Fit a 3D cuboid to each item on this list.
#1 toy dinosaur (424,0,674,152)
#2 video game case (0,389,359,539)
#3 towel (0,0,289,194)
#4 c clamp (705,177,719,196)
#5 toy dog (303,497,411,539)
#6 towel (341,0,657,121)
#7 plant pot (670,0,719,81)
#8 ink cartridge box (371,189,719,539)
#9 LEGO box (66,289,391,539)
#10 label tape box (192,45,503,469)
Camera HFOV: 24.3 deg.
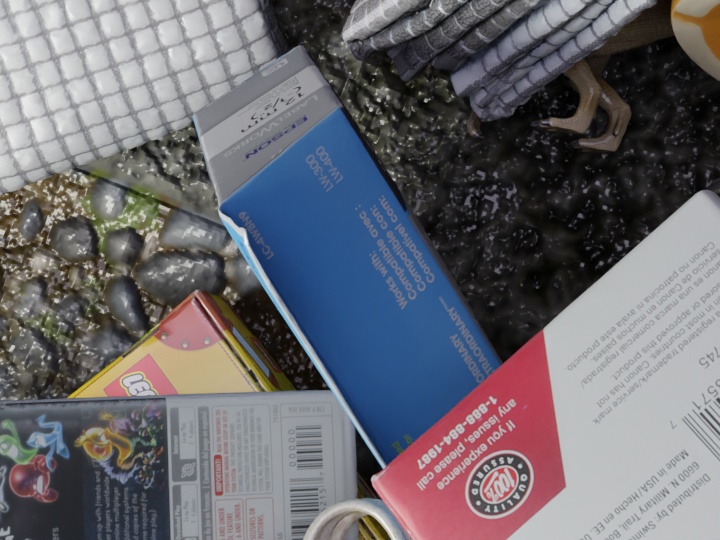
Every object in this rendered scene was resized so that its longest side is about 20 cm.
[{"bbox_3d":[0.103,-0.109,0.774,0.200,0.058,0.101,6,84,8],"label":"toy dinosaur"},{"bbox_3d":[-0.088,0.152,0.685,0.182,0.023,0.200,-1,84,-14],"label":"video game case"},{"bbox_3d":[-0.138,-0.153,0.762,0.165,0.086,0.200,-19,112,6],"label":"towel"},{"bbox_3d":[0.196,-0.087,0.750,0.171,0.027,0.200,8,67,-9],"label":"c clamp"},{"bbox_3d":[0.008,0.196,0.643,0.132,0.096,0.200,-30,70,3],"label":"toy dog"},{"bbox_3d":[0.068,-0.177,0.684,0.085,0.200,0.166,12,67,-24],"label":"towel"},{"bbox_3d":[0.212,-0.165,0.676,0.200,0.200,0.183,17,76,9],"label":"plant pot"},{"bbox_3d":[0.134,0.108,0.537,0.145,0.145,0.200,-41,63,3],"label":"ink cartridge box"},{"bbox_3d":[-0.066,0.134,0.764,0.149,0.077,0.200,-38,81,3],"label":"LEGO box"},{"bbox_3d":[0.000,0.000,0.671,0.066,0.200,0.143,-32,109,0],"label":"label tape box"}]
